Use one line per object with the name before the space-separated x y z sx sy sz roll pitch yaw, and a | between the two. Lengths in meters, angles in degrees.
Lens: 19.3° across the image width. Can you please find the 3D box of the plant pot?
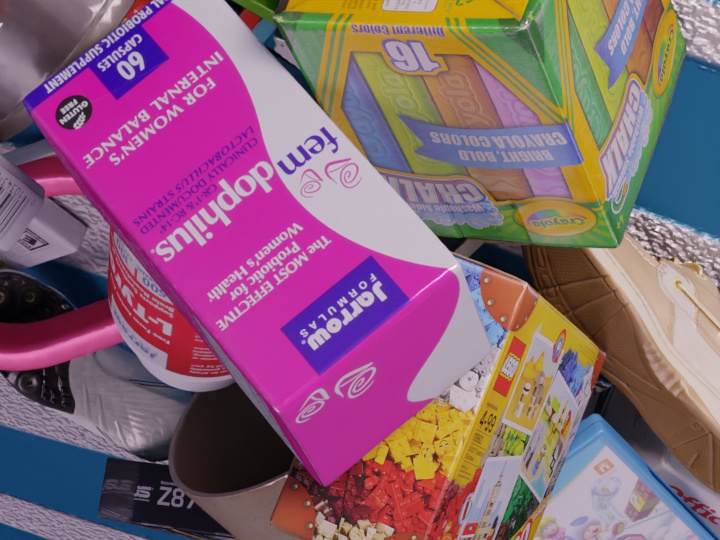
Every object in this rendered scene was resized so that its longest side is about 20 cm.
plant pot | 0.018 0.134 1.257 0.187 0.188 0.200 -11 125 43

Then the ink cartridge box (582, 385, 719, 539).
ink cartridge box | 0.191 0.141 1.302 0.145 0.084 0.200 30 149 -16

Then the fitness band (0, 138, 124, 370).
fitness band | -0.195 -0.006 1.306 0.199 0.038 0.144 -19 127 20

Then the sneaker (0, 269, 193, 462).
sneaker | -0.190 0.062 1.436 0.200 0.072 0.072 41 -177 -35

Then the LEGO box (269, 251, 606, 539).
LEGO box | 0.045 0.080 1.057 0.077 0.150 0.200 21 176 20

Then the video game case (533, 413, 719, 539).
video game case | 0.131 0.178 1.214 0.143 0.018 0.200 -36 127 13

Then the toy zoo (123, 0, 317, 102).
toy zoo | -0.067 -0.115 1.111 0.131 0.021 0.200 28 150 -13

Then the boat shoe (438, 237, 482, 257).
boat shoe | 0.000 0.000 1.127 0.067 0.072 0.200 15 123 -40

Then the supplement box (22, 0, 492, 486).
supplement box | -0.045 -0.020 0.941 0.200 0.101 0.103 48 173 24

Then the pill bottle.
pill bottle | -0.084 -0.006 1.173 0.112 0.113 0.200 20 156 1

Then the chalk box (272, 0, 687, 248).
chalk box | 0.066 -0.092 0.959 0.123 0.125 0.200 5 148 28

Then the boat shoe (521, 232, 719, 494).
boat shoe | 0.165 0.030 1.153 0.200 0.069 0.074 52 151 -9

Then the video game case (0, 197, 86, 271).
video game case | -0.301 -0.058 1.359 0.200 0.023 0.181 39 146 -29

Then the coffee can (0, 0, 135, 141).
coffee can | -0.209 -0.175 0.976 0.200 0.147 0.146 37 147 -25

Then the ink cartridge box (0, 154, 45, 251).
ink cartridge box | -0.267 -0.100 0.986 0.199 0.041 0.200 33 175 29

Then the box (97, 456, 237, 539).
box | -0.066 0.176 1.499 0.160 0.049 0.200 2 168 27
